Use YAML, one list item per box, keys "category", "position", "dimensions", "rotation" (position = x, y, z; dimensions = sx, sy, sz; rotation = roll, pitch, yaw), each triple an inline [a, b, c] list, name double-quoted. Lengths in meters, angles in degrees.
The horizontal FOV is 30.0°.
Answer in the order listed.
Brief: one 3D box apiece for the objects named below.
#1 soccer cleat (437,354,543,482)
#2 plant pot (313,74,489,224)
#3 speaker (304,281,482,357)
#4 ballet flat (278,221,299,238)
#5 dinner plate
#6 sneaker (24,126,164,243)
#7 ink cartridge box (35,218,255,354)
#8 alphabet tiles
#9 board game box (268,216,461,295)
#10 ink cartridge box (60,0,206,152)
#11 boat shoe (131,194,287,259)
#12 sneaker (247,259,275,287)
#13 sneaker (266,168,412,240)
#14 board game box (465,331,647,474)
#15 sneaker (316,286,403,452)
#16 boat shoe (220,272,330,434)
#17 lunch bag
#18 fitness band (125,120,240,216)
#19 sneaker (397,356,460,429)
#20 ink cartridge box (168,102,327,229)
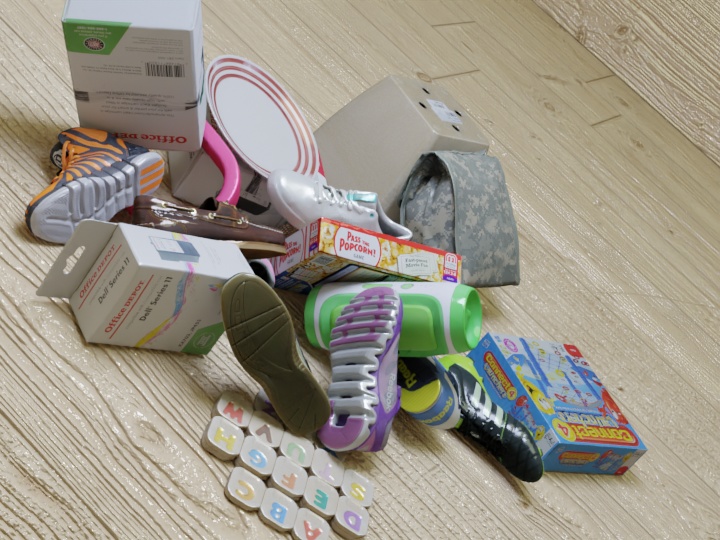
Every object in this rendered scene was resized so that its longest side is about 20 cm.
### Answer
- category: "soccer cleat"
  position: [0.149, 0.190, 1.668]
  dimensions: [0.081, 0.068, 0.200]
  rotation: [-16, 56, -38]
- category: "plant pot"
  position: [0.070, -0.177, 2.004]
  dimensions: [0.200, 0.177, 0.200]
  rotation: [5, 41, -48]
- category: "speaker"
  position: [0.038, 0.056, 1.586]
  dimensions: [0.200, 0.089, 0.088]
  rotation: [0, 16, 22]
- category: "ballet flat"
  position: [-0.025, -0.002, 1.756]
  dimensions: [0.200, 0.070, 0.065]
  rotation: [22, 58, -25]
- category: "dinner plate"
  position: [-0.130, -0.187, 1.715]
  dimensions: [0.200, 0.024, 0.200]
  rotation: [37, 36, -33]
- category: "sneaker"
  position: [-0.326, -0.099, 1.519]
  dimensions: [0.112, 0.078, 0.200]
  rotation: [27, 34, 24]
- category: "ink cartridge box"
  position: [-0.221, 0.020, 1.398]
  dimensions: [0.200, 0.117, 0.067]
  rotation: [10, 37, -44]
- category: "alphabet tiles"
  position: [-0.073, 0.204, 1.411]
  dimensions: [0.200, 0.015, 0.196]
  rotation: [34, 27, -10]
- category: "board game box"
  position: [0.000, 0.000, 1.648]
  dimensions: [0.200, 0.151, 0.046]
  rotation: [15, 67, -28]
- category: "ink cartridge box"
  position: [-0.255, -0.236, 1.548]
  dimensions: [0.146, 0.200, 0.084]
  rotation: [4, 53, -1]
- category: "boat shoe"
  position: [-0.164, -0.048, 1.491]
  dimensions: [0.200, 0.070, 0.070]
  rotation: [4, 76, -45]
- category: "sneaker"
  position: [-0.173, -0.006, 1.552]
  dimensions: [0.200, 0.070, 0.082]
  rotation: [-6, 49, -52]
- category: "sneaker"
  position: [-0.022, -0.079, 1.667]
  dimensions: [0.200, 0.088, 0.075]
  rotation: [31, 47, -31]
- category: "board game box"
  position: [0.266, 0.182, 1.822]
  dimensions: [0.200, 0.056, 0.196]
  rotation: [10, 38, -44]
- category: "sneaker"
  position: [0.013, 0.118, 1.511]
  dimensions: [0.088, 0.080, 0.200]
  rotation: [36, 59, -46]
- category: "boat shoe"
  position: [-0.098, 0.085, 1.432]
  dimensions: [0.201, 0.072, 0.066]
  rotation: [62, -11, -24]
- category: "lunch bag"
  position: [0.138, -0.073, 1.905]
  dimensions: [0.164, 0.117, 0.200]
  rotation: [-2, 89, -52]
- category: "fitness band"
  position: [-0.231, -0.127, 1.614]
  dimensions: [0.144, 0.037, 0.200]
  rotation: [-31, 64, -19]
- category: "sneaker"
  position: [0.064, 0.124, 1.647]
  dimensions: [0.082, 0.074, 0.200]
  rotation: [41, 14, -36]
- category: "ink cartridge box"
  position: [-0.149, -0.131, 1.763]
  dimensions: [0.200, 0.084, 0.144]
  rotation: [24, 31, -28]
